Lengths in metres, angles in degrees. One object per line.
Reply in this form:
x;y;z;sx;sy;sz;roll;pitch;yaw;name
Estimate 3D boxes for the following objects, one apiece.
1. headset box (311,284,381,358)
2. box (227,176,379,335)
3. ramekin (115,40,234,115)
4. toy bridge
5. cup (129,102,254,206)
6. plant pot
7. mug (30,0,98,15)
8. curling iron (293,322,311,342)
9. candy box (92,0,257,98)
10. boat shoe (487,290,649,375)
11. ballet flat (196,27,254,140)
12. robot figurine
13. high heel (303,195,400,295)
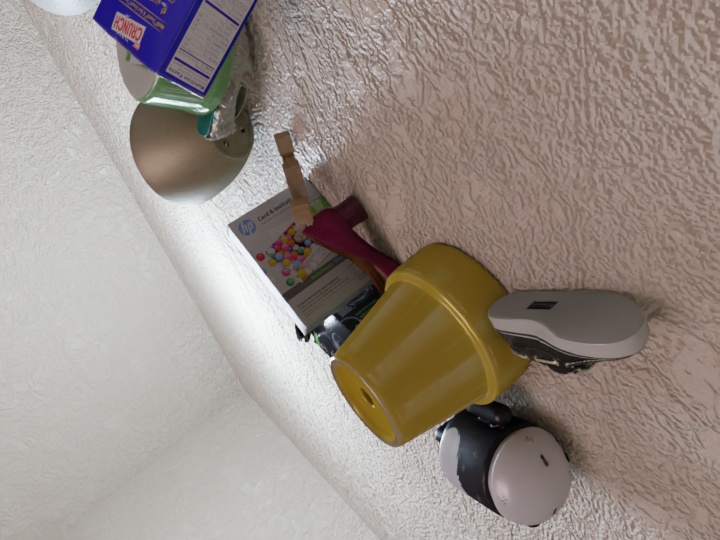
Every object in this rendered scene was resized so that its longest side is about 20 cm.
-0.014;0.093;1.025;0.199;0.092;0.176;39;153;37;headset box
-0.085;-0.027;0.914;0.201;0.155;0.041;50;156;13;box
-0.263;-0.322;0.823;0.198;0.096;0.205;11;104;49;ramekin
-0.094;-0.126;0.859;0.202;0.027;0.068;-109;4;-47;toy bridge
-0.263;-0.223;1.004;0.141;0.201;0.203;-9;118;36;cup
0.072;0.102;0.725;0.201;0.188;0.202;43;155;26;plant pot
-0.440;-0.480;0.856;0.175;0.145;0.205;169;99;-75;mug
-0.099;0.083;1.160;0.200;0.025;0.051;-75;-26;-71;curling iron
-0.188;-0.319;0.648;0.169;0.202;0.077;41;-168;32;candy box
0.199;0.061;0.566;0.064;0.070;0.200;59;166;-12;boat shoe
-0.192;-0.285;0.870;0.072;0.071;0.202;43;128;25;ballet flat
0.186;0.251;0.794;0.149;0.127;0.199;31;170;-26;robot figurine
0.000;0.000;0.849;0.202;0.096;0.067;56;154;-4;high heel
